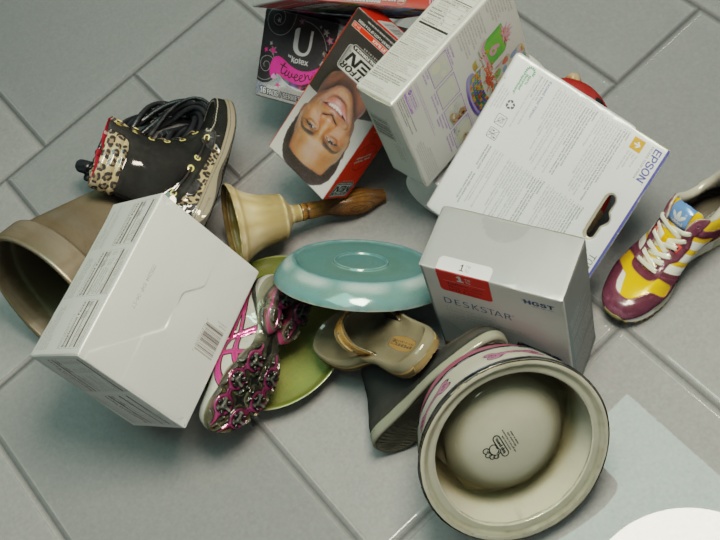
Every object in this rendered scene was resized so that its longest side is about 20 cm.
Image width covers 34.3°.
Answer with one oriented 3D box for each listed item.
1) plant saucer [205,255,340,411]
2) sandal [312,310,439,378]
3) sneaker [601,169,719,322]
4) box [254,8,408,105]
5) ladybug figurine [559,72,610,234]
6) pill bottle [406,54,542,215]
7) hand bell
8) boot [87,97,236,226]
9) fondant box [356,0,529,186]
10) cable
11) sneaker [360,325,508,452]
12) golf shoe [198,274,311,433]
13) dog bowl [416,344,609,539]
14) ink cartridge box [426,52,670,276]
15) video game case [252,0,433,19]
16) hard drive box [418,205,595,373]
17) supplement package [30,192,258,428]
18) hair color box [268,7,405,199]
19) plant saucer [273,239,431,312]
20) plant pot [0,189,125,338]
[{"bbox_3d":[-0.104,0.077,1.375,0.196,0.031,0.203,-7,60,12],"label":"plant saucer"},{"bbox_3d":[0.008,0.068,1.255,0.199,0.054,0.081,7,61,57],"label":"sandal"},{"bbox_3d":[0.337,-0.032,1.275,0.200,0.090,0.075,-44,59,-11],"label":"sneaker"},{"bbox_3d":[-0.013,-0.258,1.459,0.197,0.132,0.117,17,108,24],"label":"box"},{"bbox_3d":[0.236,-0.130,1.333,0.133,0.072,0.204,6,83,-13],"label":"ladybug figurine"},{"bbox_3d":[0.141,-0.162,1.394,0.110,0.111,0.201,26,70,27],"label":"pill bottle"},{"bbox_3d":[-0.062,-0.071,1.416,0.197,0.105,0.105,-12,56,-15],"label":"hand bell"},{"bbox_3d":[-0.237,-0.148,1.408,0.149,0.073,0.203,21,60,-17],"label":"boot"},{"bbox_3d":[0.097,-0.215,1.286,0.058,0.145,0.200,33,74,35],"label":"fondant box"},{"bbox_3d":[-0.276,-0.173,1.522,0.199,0.051,0.163,-35,24,-19],"label":"cable"},{"bbox_3d":[0.068,0.097,1.248,0.200,0.074,0.107,-43,48,29],"label":"sneaker"},{"bbox_3d":[-0.132,0.094,1.321,0.091,0.073,0.202,4,55,39],"label":"golf shoe"},{"bbox_3d":[0.145,0.164,1.167,0.198,0.202,0.074,-28,25,-1],"label":"dog bowl"},{"bbox_3d":[0.203,-0.100,1.272,0.199,0.043,0.198,35,104,11],"label":"ink cartridge box"},{"bbox_3d":[-0.013,-0.316,1.373,0.197,0.143,0.018,-1,98,-24],"label":"video game case"},{"bbox_3d":[0.159,0.032,1.223,0.154,0.201,0.078,14,63,23],"label":"hard drive box"},{"bbox_3d":[-0.233,0.047,1.280,0.110,0.155,0.202,-5,53,48],"label":"supplement package"},{"bbox_3d":[-0.010,-0.192,1.357,0.101,0.061,0.201,43,114,18],"label":"hair color box"},{"bbox_3d":[0.000,0.000,1.314,0.196,0.028,0.201,2,18,-1],"label":"plant saucer"},{"bbox_3d":[-0.321,-0.012,1.410,0.198,0.202,0.174,23,53,26],"label":"plant pot"}]
